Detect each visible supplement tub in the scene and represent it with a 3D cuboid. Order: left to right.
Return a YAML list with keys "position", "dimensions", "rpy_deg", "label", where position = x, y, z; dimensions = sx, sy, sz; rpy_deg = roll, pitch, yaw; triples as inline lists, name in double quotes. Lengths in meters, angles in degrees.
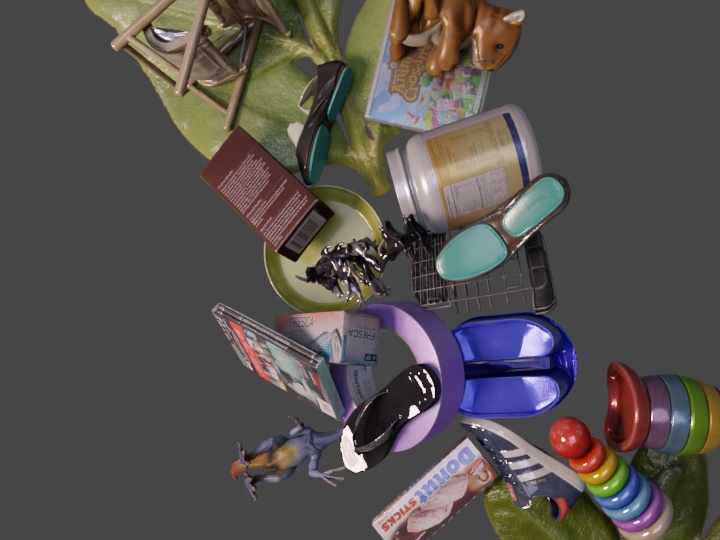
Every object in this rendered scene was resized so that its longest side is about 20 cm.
- position: [0.146, -0.138, 0.831]
  dimensions: [0.195, 0.144, 0.148]
  rpy_deg: [-16, 86, 8]
  label: "supplement tub"

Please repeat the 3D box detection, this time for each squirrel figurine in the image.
- position: [0.143, -0.380, 0.825]
  dimensions: [0.182, 0.142, 0.205]
  rpy_deg: [11, 92, 2]
  label: "squirrel figurine"

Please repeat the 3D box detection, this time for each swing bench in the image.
- position: [-0.221, -0.346, 0.863]
  dimensions: [0.129, 0.199, 0.202]
  rpy_deg: [34, 93, 8]
  label: "swing bench"

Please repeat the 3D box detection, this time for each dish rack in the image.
- position: [0.170, -0.004, 0.837]
  dimensions: [0.195, 0.055, 0.156]
  rpy_deg: [-9, 47, 15]
  label: "dish rack"

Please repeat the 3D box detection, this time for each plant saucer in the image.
- position: [-0.054, -0.029, 0.914]
  dimensions: [0.194, 0.031, 0.206]
  rpy_deg: [0, 87, 8]
  label: "plant saucer"

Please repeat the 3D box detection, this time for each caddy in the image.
- position: [0.205, 0.135, 0.832]
  dimensions: [0.195, 0.104, 0.145]
  rpy_deg: [-7, 84, 24]
  label: "caddy"

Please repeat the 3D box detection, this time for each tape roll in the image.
- position: [0.048, 0.148, 0.831]
  dimensions: [0.197, 0.065, 0.206]
  rpy_deg: [0, 90, 40]
  label: "tape roll"

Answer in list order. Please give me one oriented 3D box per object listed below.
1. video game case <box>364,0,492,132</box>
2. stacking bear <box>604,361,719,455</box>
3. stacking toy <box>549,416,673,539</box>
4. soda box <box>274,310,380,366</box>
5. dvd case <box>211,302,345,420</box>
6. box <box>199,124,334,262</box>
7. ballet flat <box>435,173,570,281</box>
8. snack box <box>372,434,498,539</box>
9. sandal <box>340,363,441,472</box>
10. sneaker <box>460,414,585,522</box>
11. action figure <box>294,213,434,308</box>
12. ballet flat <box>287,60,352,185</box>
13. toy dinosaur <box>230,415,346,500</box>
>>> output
- position: [0.114, -0.315, 0.902]
  dimensions: [0.178, 0.022, 0.205]
  rpy_deg: [14, 91, 9]
  label: "video game case"
- position: [0.454, 0.199, 0.798]
  dimensions: [0.194, 0.114, 0.125]
  rpy_deg: [4, 89, 4]
  label: "stacking bear"
- position: [0.333, 0.277, 0.798]
  dimensions: [0.085, 0.085, 0.200]
  rpy_deg: [-45, 98, 4]
  label: "stacking toy"
- position: [-0.055, 0.097, 0.830]
  dimensions: [0.062, 0.198, 0.070]
  rpy_deg: [10, 78, -33]
  label: "soda box"
- position: [-0.118, 0.132, 0.840]
  dimensions: [0.197, 0.148, 0.022]
  rpy_deg: [23, 57, 30]
  label: "dvd case"
- position: [-0.143, -0.116, 0.884]
  dimensions: [0.200, 0.075, 0.101]
  rpy_deg: [44, 94, 22]
  label: "box"
- position: [0.189, -0.050, 0.765]
  dimensions: [0.198, 0.068, 0.069]
  rpy_deg: [-35, 83, 23]
  label: "ballet flat"
- position: [0.112, 0.344, 0.881]
  dimensions: [0.200, 0.024, 0.072]
  rpy_deg: [-44, 83, 5]
  label: "snack box"
- position: [0.027, 0.197, 0.780]
  dimensions: [0.076, 0.042, 0.201]
  rpy_deg: [51, 120, 27]
  label: "sandal"
- position: [0.221, 0.286, 0.838]
  dimensions: [0.197, 0.075, 0.086]
  rpy_deg: [31, 80, 8]
  label: "sneaker"
- position: [0.000, 0.000, 0.816]
  dimensions: [0.197, 0.118, 0.104]
  rpy_deg: [-24, 92, 34]
  label: "action figure"
- position: [-0.070, -0.232, 0.910]
  dimensions: [0.067, 0.068, 0.204]
  rpy_deg: [16, 80, 18]
  label: "ballet flat"
- position: [-0.099, 0.259, 0.893]
  dimensions: [0.179, 0.198, 0.108]
  rpy_deg: [-20, 97, -31]
  label: "toy dinosaur"
